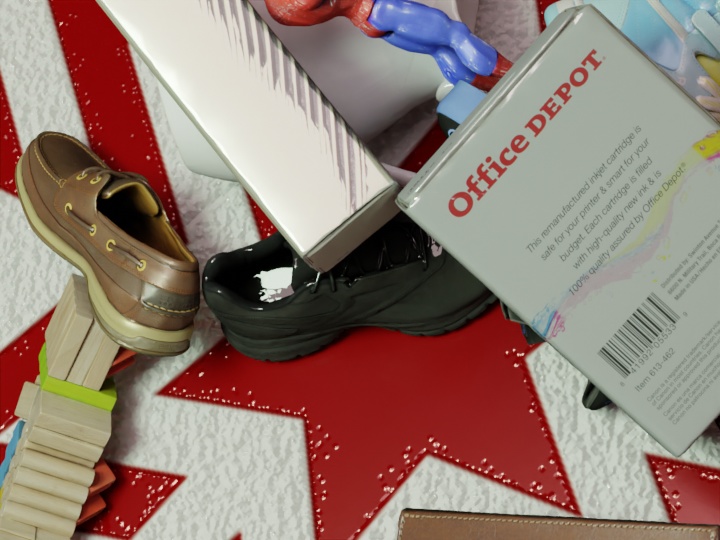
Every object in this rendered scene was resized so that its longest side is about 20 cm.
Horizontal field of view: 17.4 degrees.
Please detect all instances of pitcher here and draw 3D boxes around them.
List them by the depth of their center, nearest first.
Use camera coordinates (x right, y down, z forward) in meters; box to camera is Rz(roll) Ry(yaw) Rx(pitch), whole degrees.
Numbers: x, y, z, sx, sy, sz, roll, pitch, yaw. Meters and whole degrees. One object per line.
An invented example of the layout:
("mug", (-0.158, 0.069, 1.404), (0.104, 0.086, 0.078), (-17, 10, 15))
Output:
("pitcher", (-0.014, -0.104, 1.407), (0.199, 0.121, 0.172), (-15, 61, 4))

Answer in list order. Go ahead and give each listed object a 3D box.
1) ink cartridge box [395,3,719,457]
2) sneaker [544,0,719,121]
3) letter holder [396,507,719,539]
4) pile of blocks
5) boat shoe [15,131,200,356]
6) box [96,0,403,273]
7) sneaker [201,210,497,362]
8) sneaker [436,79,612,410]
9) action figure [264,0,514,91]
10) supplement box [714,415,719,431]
("ink cartridge box", (0.139, -0.024, 1.254), (0.200, 0.083, 0.146), (42, 91, -6))
("sneaker", (0.197, -0.091, 1.346), (0.130, 0.080, 0.200), (-24, 71, 6))
("letter holder", (0.116, 0.207, 1.225), (0.200, 0.100, 0.143), (-2, 72, 40))
("pile of blocks", (-0.178, 0.107, 1.436), (0.062, 0.082, 0.201), (20, 88, -18))
("boat shoe", (-0.148, -0.031, 1.436), (0.200, 0.072, 0.068), (51, 127, 42))
("box", (-0.062, -0.098, 1.319), (0.068, 0.082, 0.200), (-40, 81, 1))
("sneaker", (0.000, 0.000, 1.380), (0.199, 0.091, 0.076), (-18, 65, 12))
("sneaker", (0.099, -0.012, 1.325), (0.078, 0.070, 0.200), (-41, 89, -1))
("action figure", (0.023, -0.166, 1.327), (0.199, 0.065, 0.099), (15, 77, -18))
("supplement box", (0.302, 0.083, 1.251), (0.200, 0.061, 0.109), (-29, 64, 11))
